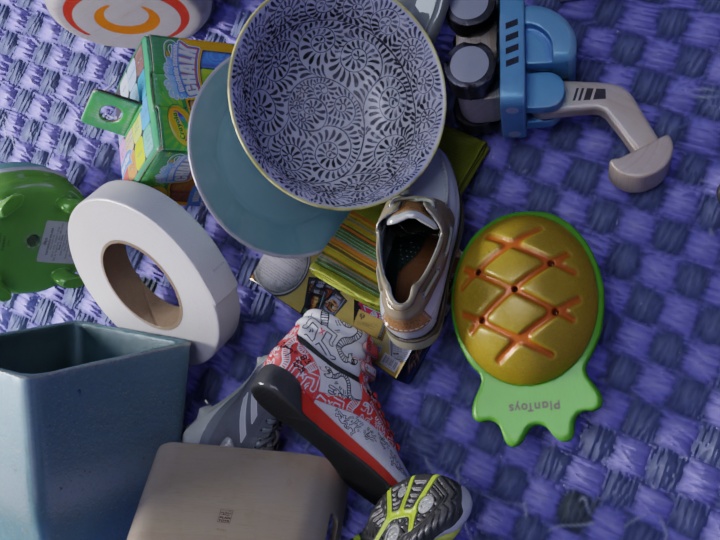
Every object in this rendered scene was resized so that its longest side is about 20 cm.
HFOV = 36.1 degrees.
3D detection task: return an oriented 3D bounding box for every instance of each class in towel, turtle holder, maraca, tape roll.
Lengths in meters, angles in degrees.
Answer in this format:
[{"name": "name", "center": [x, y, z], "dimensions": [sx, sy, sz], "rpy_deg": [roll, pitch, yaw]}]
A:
[{"name": "towel", "center": [0.038, -0.059, 1.042], "dimensions": [0.085, 0.018, 0.201], "rpy_deg": [27, 69, 19]}, {"name": "turtle holder", "center": [-0.390, -0.047, 1.209], "dimensions": [0.183, 0.143, 0.132], "rpy_deg": [-25, 42, -22]}, {"name": "maraca", "center": [0.145, 0.048, 0.955], "dimensions": [0.135, 0.107, 0.204], "rpy_deg": [-9, 75, 22]}, {"name": "tape roll", "center": [-0.206, 0.005, 1.100], "dimensions": [0.200, 0.205, 0.037], "rpy_deg": [20, 46, 29]}]

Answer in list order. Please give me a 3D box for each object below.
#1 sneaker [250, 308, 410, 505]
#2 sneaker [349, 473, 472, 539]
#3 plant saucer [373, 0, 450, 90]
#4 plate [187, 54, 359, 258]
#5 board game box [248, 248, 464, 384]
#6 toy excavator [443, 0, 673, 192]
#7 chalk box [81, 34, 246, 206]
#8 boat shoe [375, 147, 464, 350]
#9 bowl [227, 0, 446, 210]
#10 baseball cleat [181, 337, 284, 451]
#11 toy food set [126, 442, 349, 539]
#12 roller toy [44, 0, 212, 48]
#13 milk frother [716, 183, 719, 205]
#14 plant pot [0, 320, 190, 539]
[{"name": "sneaker", "center": [0.002, 0.125, 1.001], "dimensions": [0.067, 0.201, 0.109], "rpy_deg": [-25, 26, 56]}, {"name": "sneaker", "center": [0.037, 0.247, 0.957], "dimensions": [0.200, 0.076, 0.076], "rpy_deg": [-47, 22, 34]}, {"name": "plant saucer", "center": [0.022, -0.266, 1.067], "dimensions": [0.200, 0.049, 0.204], "rpy_deg": [-37, 47, 53]}, {"name": "plate", "center": [-0.072, -0.112, 1.041], "dimensions": [0.025, 0.197, 0.204], "rpy_deg": [-8, 69, 63]}, {"name": "board game box", "center": [0.000, 0.000, 1.079], "dimensions": [0.199, 0.035, 0.137], "rpy_deg": [32, 93, 29]}, {"name": "toy excavator", "center": [0.178, -0.167, 1.006], "dimensions": [0.196, 0.100, 0.198], "rpy_deg": [-2, 71, 11]}, {"name": "chalk box", "center": [-0.171, -0.143, 1.089], "dimensions": [0.125, 0.197, 0.126], "rpy_deg": [-39, 57, 56]}, {"name": "boat shoe", "center": [0.052, -0.036, 0.978], "dimensions": [0.073, 0.069, 0.203], "rpy_deg": [-3, 60, 11]}, {"name": "bowl", "center": [-0.029, -0.148, 0.992], "dimensions": [0.197, 0.094, 0.205], "rpy_deg": [2, 83, -16]}, {"name": "baseball cleat", "center": [-0.087, 0.143, 1.074], "dimensions": [0.199, 0.069, 0.107], "rpy_deg": [-41, 69, 25]}, {"name": "toy food set", "center": [-0.116, 0.237, 0.997], "dimensions": [0.196, 0.061, 0.145], "rpy_deg": [3, 46, 11]}, {"name": "roller toy", "center": [-0.251, -0.340, 1.205], "dimensions": [0.179, 0.200, 0.143], "rpy_deg": [1, 75, -10]}, {"name": "milk frother", "center": [0.401, -0.061, 0.850], "dimensions": [0.198, 0.180, 0.190], "rpy_deg": [-33, 101, -16]}, {"name": "plant pot", "center": [-0.297, 0.171, 1.086], "dimensions": [0.193, 0.195, 0.204], "rpy_deg": [7, 100, 39]}]
